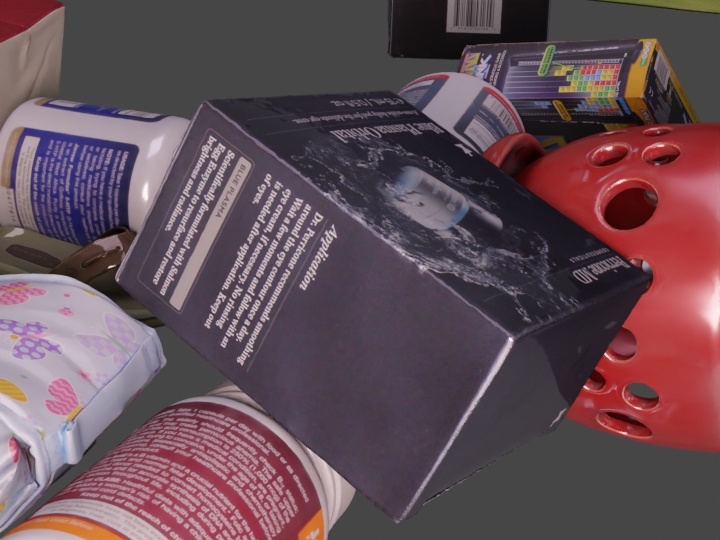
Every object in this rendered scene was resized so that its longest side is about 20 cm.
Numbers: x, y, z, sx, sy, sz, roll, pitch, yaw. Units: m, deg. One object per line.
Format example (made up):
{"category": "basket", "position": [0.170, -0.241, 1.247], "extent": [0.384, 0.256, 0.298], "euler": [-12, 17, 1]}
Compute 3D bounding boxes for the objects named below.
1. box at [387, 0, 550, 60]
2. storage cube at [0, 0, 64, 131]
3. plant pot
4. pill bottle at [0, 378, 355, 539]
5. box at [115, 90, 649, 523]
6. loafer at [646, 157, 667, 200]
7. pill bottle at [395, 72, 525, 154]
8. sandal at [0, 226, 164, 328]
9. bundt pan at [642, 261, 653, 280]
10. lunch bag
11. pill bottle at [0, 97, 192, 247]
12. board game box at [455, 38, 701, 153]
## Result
{"category": "box", "position": [0.134, -0.352, 1.836], "extent": [0.198, 0.124, 0.199], "euler": [2, 21, -1]}
{"category": "storage cube", "position": [-0.371, -0.144, 1.223], "extent": [0.179, 0.201, 0.171], "euler": [12, 23, 7]}
{"category": "plant pot", "position": [0.161, 0.008, 0.901], "extent": [0.181, 0.202, 0.200], "euler": [2, 21, 25]}
{"category": "pill bottle", "position": [-0.085, 0.131, 0.685], "extent": [0.113, 0.115, 0.200], "euler": [12, 25, 23]}
{"category": "box", "position": [0.018, 0.005, 0.758], "extent": [0.200, 0.118, 0.196], "euler": [38, 24, 19]}
{"category": "loafer", "position": [0.255, -0.065, 1.041], "extent": [0.199, 0.063, 0.072], "euler": [-7, 24, -21]}
{"category": "pill bottle", "position": [0.045, -0.060, 1.021], "extent": [0.119, 0.120, 0.200], "euler": [8, 24, 14]}
{"category": "sandal", "position": [-0.197, -0.005, 1.066], "extent": [0.200, 0.058, 0.080], "euler": [14, 26, 12]}
{"category": "bundt pan", "position": [0.230, -0.003, 1.075], "extent": [0.200, 0.076, 0.202], "euler": [2, 22, -1]}
{"category": "lunch bag", "position": [-0.225, 0.080, 0.788], "extent": [0.199, 0.128, 0.170], "euler": [-4, 19, 13]}
{"category": "pill bottle", "position": [-0.181, -0.068, 1.143], "extent": [0.199, 0.120, 0.120], "euler": [10, 24, 19]}
{"category": "board game box", "position": [0.187, -0.105, 1.148], "extent": [0.164, 0.200, 0.057], "euler": [2, 63, 33]}
